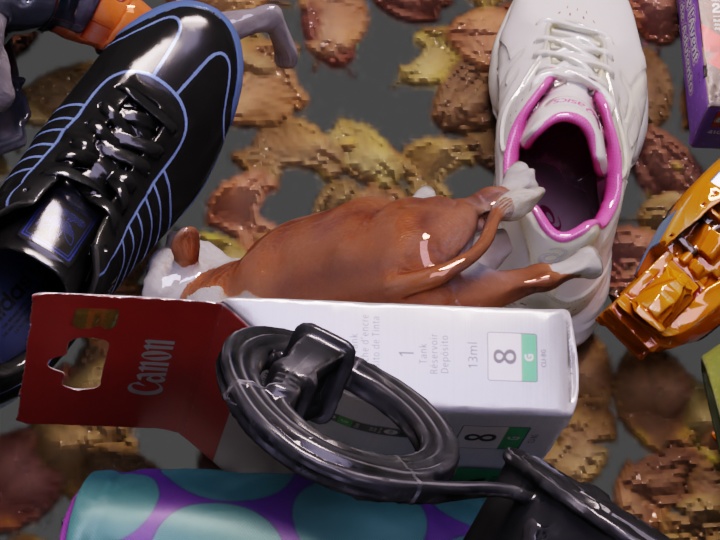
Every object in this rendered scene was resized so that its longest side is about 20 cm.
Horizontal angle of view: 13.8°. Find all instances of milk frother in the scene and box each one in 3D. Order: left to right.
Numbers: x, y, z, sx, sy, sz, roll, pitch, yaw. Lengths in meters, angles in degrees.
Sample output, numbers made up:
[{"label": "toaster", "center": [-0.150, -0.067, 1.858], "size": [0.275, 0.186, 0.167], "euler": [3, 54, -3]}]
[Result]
[{"label": "milk frother", "center": [0.010, 0.143, 1.033], "size": [0.200, 0.180, 0.188], "euler": [33, 91, 24]}]

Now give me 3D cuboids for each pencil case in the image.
[{"label": "pencil case", "center": [-0.018, 0.126, 1.141], "size": [0.200, 0.093, 0.085], "euler": [5, 28, -3]}]

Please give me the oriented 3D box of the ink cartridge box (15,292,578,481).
[{"label": "ink cartridge box", "center": [-0.030, 0.058, 1.147], "size": [0.200, 0.161, 0.050], "euler": [1, 69, -9]}]

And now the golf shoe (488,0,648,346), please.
[{"label": "golf shoe", "center": [0.092, -0.066, 1.279], "size": [0.075, 0.092, 0.200], "euler": [9, 59, -3]}]

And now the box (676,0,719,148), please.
[{"label": "box", "center": [0.244, -0.119, 1.362], "size": [0.200, 0.039, 0.137], "euler": [2, 61, -9]}]

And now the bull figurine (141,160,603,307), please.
[{"label": "bull figurine", "center": [0.000, 0.000, 1.202], "size": [0.121, 0.200, 0.065], "euler": [-20, 102, -34]}]

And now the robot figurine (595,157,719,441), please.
[{"label": "robot figurine", "center": [0.205, -0.013, 1.266], "size": [0.200, 0.058, 0.145], "euler": [-44, 90, -15]}]

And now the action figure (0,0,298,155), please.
[{"label": "action figure", "center": [-0.142, -0.150, 1.282], "size": [0.193, 0.105, 0.200], "euler": [-9, 66, -25]}]

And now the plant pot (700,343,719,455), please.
[{"label": "plant pot", "center": [0.240, 0.056, 1.157], "size": [0.200, 0.187, 0.187], "euler": [-15, 63, 4]}]

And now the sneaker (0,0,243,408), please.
[{"label": "sneaker", "center": [-0.108, -0.028, 1.202], "size": [0.070, 0.078, 0.200], "euler": [33, 79, -4]}]
